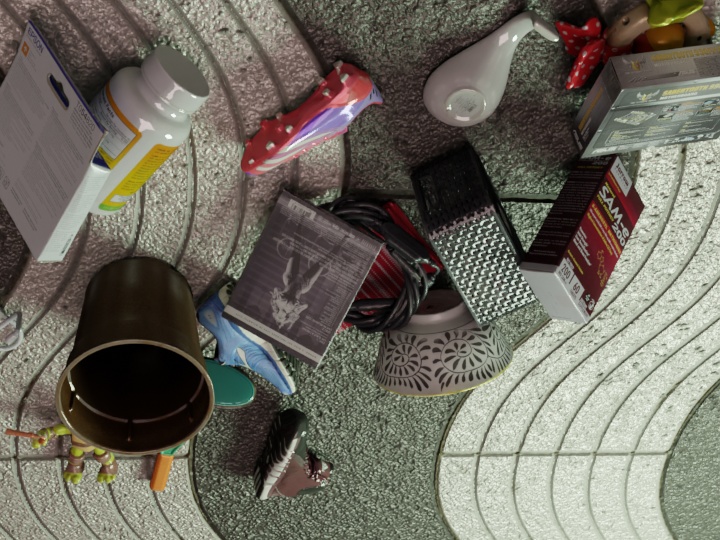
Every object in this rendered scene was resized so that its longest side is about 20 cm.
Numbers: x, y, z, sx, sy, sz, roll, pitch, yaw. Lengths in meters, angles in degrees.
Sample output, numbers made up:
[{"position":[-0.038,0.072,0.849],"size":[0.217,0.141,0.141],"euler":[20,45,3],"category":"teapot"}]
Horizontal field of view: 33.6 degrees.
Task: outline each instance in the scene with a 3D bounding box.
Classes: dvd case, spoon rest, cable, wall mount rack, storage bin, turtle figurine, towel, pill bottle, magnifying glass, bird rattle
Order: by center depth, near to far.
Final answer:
[{"position":[-0.272,-0.168,1.416],"size":[0.111,0.112,0.200],"euler":[34,117,-30],"category":"pill bottle"},{"position":[0.342,-0.278,1.439],"size":[0.162,0.113,0.200],"euler":[18,128,-42],"category":"bird rattle"},{"position":[0.159,-0.248,1.465],"size":[0.099,0.061,0.200],"euler":[29,132,-26],"category":"spoon rest"},{"position":[0.152,-0.044,1.565],"size":[0.093,0.136,0.201],"euler":[-23,128,11],"category":"storage bin"},{"position":[-0.078,0.012,1.569],"size":[0.148,0.016,0.201],"euler":[28,110,-1],"category":"dvd case"},{"position":[-0.003,-0.008,1.592],"size":[0.199,0.051,0.164],"euler":[34,120,-6],"category":"cable"},{"position":[-0.556,0.080,1.593],"size":[0.173,0.075,0.200],"euler":[-34,125,18],"category":"wall mount rack"},{"position":[0.000,0.000,1.651],"size":[0.199,0.023,0.145],"euler":[-32,126,16],"category":"towel"},{"position":[-0.414,0.248,1.757],"size":[0.198,0.065,0.162],"euler":[-8,137,-14],"category":"turtle figurine"},{"position":[-0.291,0.261,1.815],"size":[0.079,0.022,0.201],"euler":[9,127,-16],"category":"magnifying glass"}]

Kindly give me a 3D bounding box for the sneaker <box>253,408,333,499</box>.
[{"position":[-0.086,0.283,1.841],"size":[0.114,0.076,0.201],"euler":[8,137,-21],"category":"sneaker"}]

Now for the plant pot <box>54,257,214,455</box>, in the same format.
[{"position":[-0.294,0.100,1.571],"size":[0.198,0.199,0.202],"euler":[-5,130,-6],"category":"plant pot"}]

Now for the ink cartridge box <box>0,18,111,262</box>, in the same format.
[{"position":[-0.360,-0.149,1.371],"size":[0.040,0.200,0.200],"euler":[-4,140,-48],"category":"ink cartridge box"}]

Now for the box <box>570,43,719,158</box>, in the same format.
[{"position":[0.376,-0.209,1.468],"size":[0.198,0.049,0.159],"euler":[-10,156,-12],"category":"box"}]

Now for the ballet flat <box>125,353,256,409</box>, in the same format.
[{"position":[-0.247,0.153,1.709],"size":[0.198,0.068,0.069],"euler":[13,83,-7],"category":"ballet flat"}]

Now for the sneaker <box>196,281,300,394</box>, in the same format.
[{"position":[-0.157,0.104,1.685],"size":[0.089,0.079,0.200],"euler":[-26,120,21],"category":"sneaker"}]

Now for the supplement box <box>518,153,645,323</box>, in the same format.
[{"position":[0.292,-0.044,1.557],"size":[0.061,0.201,0.109],"euler":[6,146,43],"category":"supplement box"}]

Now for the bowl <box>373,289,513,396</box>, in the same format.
[{"position":[0.107,0.086,1.647],"size":[0.199,0.201,0.095],"euler":[-12,110,0],"category":"bowl"}]

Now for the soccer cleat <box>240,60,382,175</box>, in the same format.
[{"position":[-0.063,-0.175,1.477],"size":[0.200,0.067,0.076],"euler":[-39,129,18],"category":"soccer cleat"}]
